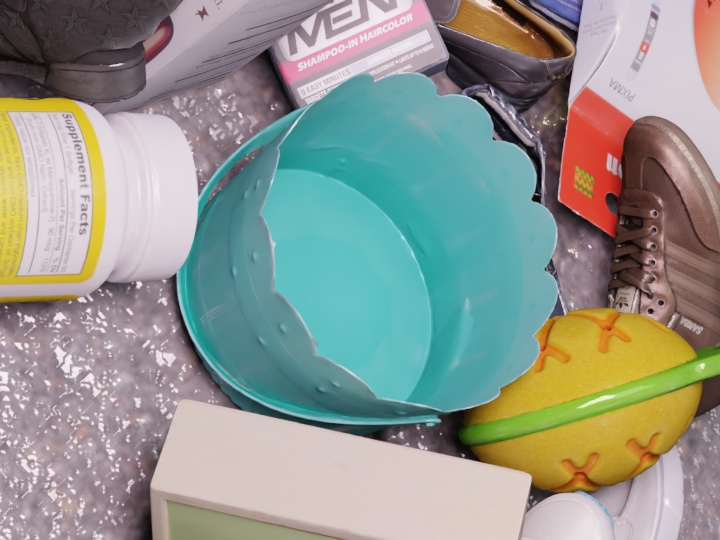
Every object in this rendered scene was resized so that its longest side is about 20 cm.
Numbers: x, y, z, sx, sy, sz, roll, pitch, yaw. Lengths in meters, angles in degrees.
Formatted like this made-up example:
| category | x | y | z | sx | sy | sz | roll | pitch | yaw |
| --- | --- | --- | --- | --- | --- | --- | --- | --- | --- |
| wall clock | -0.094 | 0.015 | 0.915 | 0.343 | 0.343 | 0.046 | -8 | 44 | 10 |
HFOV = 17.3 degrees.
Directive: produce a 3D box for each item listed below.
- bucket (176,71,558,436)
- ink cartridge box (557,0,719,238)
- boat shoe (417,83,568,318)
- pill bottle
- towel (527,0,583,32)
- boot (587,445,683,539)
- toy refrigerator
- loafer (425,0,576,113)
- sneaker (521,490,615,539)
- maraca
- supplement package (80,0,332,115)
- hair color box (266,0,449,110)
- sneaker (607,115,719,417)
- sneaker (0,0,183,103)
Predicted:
| category | x | y | z | sx | sy | sz | roll | pitch | yaw |
| --- | --- | --- | --- | --- | --- | --- | --- | --- | --- |
| bucket | 0.000 | 0.000 | 1.388 | 0.207 | 0.135 | 0.207 | 11 | 67 | -28 |
| ink cartridge box | 0.205 | -0.108 | 1.574 | 0.162 | 0.050 | 0.200 | 31 | 57 | -39 |
| boat shoe | 0.091 | -0.016 | 1.475 | 0.071 | 0.091 | 0.200 | -31 | 90 | -35 |
| pill bottle | -0.198 | -0.038 | 1.296 | 0.200 | 0.114 | 0.114 | -2 | 74 | -32 |
| towel | 0.128 | -0.258 | 1.585 | 0.145 | 0.024 | 0.200 | 15 | 62 | -59 |
| boot | 0.131 | 0.171 | 1.441 | 0.096 | 0.074 | 0.200 | 29 | 61 | -27 |
| toy refrigerator | -0.012 | 0.138 | 1.307 | 0.200 | 0.076 | 0.070 | 12 | 52 | 6 |
| loafer | 0.052 | -0.179 | 1.520 | 0.200 | 0.072 | 0.073 | 29 | 62 | -18 |
| sneaker | 0.076 | 0.207 | 1.349 | 0.076 | 0.081 | 0.200 | 33 | 77 | 26 |
| maraca | 0.154 | 0.071 | 1.422 | 0.200 | 0.137 | 0.107 | -17 | 92 | -6 |
| supplement package | -0.088 | -0.181 | 1.355 | 0.109 | 0.200 | 0.114 | -22 | 84 | -41 |
| hair color box | -0.031 | -0.197 | 1.455 | 0.099 | 0.061 | 0.200 | -25 | 88 | -1 |
| sneaker | 0.193 | 0.004 | 1.514 | 0.076 | 0.070 | 0.200 | -25 | 107 | -29 |
| sneaker | -0.179 | -0.154 | 1.300 | 0.200 | 0.104 | 0.060 | 13 | 35 | 16 |
